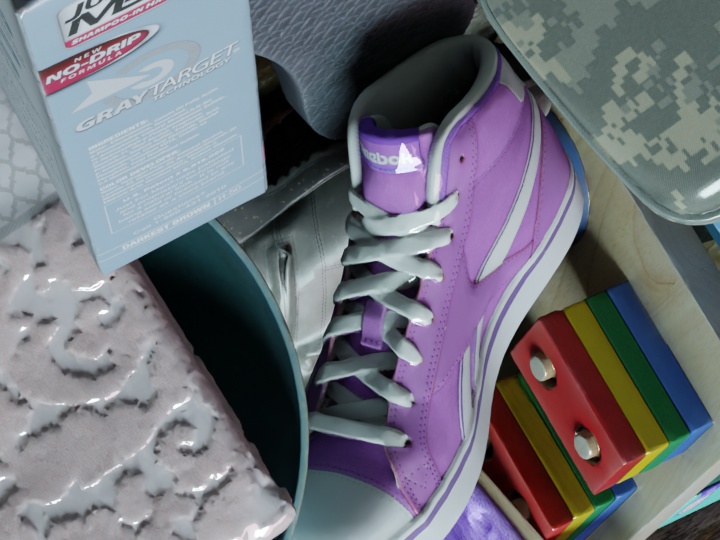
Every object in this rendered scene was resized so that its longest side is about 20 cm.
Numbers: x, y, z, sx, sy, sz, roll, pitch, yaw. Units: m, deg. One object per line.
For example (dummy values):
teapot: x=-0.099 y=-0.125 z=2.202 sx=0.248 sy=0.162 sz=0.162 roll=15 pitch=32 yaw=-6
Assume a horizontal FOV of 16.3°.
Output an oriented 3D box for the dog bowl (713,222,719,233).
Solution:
dog bowl: x=0.207 y=-0.075 z=0.956 sx=0.200 sy=0.050 sz=0.112 roll=-47 pitch=-159 yaw=12

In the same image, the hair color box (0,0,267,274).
hair color box: x=-0.074 y=-0.081 z=0.670 sx=0.061 sy=0.099 sz=0.200 roll=-27 pitch=165 yaw=-8

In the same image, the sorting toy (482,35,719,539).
sorting toy: x=0.068 y=0.023 z=1.084 sx=0.069 sy=0.199 sz=0.200 roll=-22 pitch=163 yaw=-27

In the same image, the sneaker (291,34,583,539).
sneaker: x=0.007 y=0.007 z=0.878 sx=0.201 sy=0.072 sz=0.114 roll=-67 pitch=149 yaw=-26

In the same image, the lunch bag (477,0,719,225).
lunch bag: x=0.149 y=-0.131 z=0.861 sx=0.200 sy=0.139 sz=0.168 roll=-39 pitch=-174 yaw=29

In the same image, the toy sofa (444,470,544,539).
toy sofa: x=0.021 y=0.134 z=1.076 sx=0.083 sy=0.200 sz=0.098 roll=-43 pitch=-175 yaw=-30

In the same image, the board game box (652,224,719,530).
board game box: x=0.148 y=0.003 z=1.168 sx=0.152 sy=0.200 sz=0.045 roll=-19 pitch=162 yaw=-34

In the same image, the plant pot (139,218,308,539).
plant pot: x=-0.121 y=0.048 z=0.881 sx=0.200 sy=0.200 sz=0.135 roll=-30 pitch=-173 yaw=-1

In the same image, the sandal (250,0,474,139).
sandal: x=-0.014 y=-0.098 z=0.859 sx=0.076 sy=0.043 sz=0.200 roll=-41 pitch=159 yaw=6

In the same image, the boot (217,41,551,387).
boot: x=0.000 y=0.000 z=1.001 sx=0.200 sy=0.131 sz=0.068 roll=-25 pitch=-156 yaw=1

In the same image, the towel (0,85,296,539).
towel: x=-0.151 y=0.053 z=0.797 sx=0.200 sy=0.191 sz=0.032 roll=-31 pitch=-173 yaw=0
